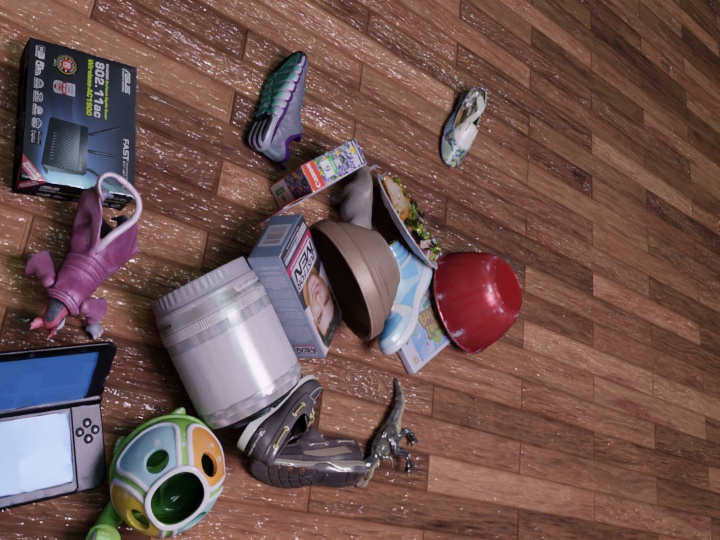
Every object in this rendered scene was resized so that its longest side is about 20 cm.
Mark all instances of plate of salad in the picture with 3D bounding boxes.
[{"bbox_3d":[0.092,-0.094,1.258,0.202,0.047,0.201,54,11,-16],"label":"plate of salad"}]

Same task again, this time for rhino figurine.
[{"bbox_3d":[-0.010,-0.123,1.224,0.059,0.087,0.206,21,63,-33],"label":"rhino figurine"}]

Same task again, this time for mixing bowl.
[{"bbox_3d":[0.239,0.045,1.336,0.198,0.107,0.206,27,53,-41],"label":"mixing bowl"}]

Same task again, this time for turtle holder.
[{"bbox_3d":[-0.258,0.267,0.880,0.181,0.131,0.146,-8,100,-23],"label":"turtle holder"}]

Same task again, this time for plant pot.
[{"bbox_3d":[0.000,0.000,1.115,0.091,0.200,0.205,-28,96,-18],"label":"plant pot"}]

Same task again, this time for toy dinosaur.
[{"bbox_3d":[0.059,0.289,1.197,0.088,0.047,0.203,39,54,-16],"label":"toy dinosaur"}]

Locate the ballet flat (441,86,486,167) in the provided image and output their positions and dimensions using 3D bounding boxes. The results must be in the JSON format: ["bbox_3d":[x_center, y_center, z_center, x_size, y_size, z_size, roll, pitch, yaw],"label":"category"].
[{"bbox_3d":[0.221,-0.309,1.469,0.073,0.074,0.204,32,60,-26],"label":"ballet flat"}]

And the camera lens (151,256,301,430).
[{"bbox_3d":[-0.184,0.104,0.979,0.158,0.158,0.204,-29,96,-39],"label":"camera lens"}]

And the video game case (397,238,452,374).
[{"bbox_3d":[0.116,0.063,1.315,0.198,0.022,0.186,-32,99,-39],"label":"video game case"}]

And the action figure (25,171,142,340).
[{"bbox_3d":[-0.345,0.001,0.893,0.133,0.147,0.204,39,51,-27],"label":"action figure"}]

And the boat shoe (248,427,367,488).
[{"bbox_3d":[-0.082,0.287,1.079,0.196,0.075,0.075,15,44,-30],"label":"boat shoe"}]

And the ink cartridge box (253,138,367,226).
[{"bbox_3d":[-0.091,-0.146,1.152,0.198,0.108,0.051,-34,98,-38],"label":"ink cartridge box"}]

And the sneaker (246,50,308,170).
[{"bbox_3d":[-0.126,-0.274,1.198,0.087,0.073,0.204,40,63,-42],"label":"sneaker"}]

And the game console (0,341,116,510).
[{"bbox_3d":[-0.390,0.187,0.823,0.196,0.118,0.178,-2,79,-38],"label":"game console"}]

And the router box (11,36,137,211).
[{"bbox_3d":[-0.389,-0.197,0.962,0.147,0.061,0.206,7,74,-38],"label":"router box"}]

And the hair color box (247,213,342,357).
[{"bbox_3d":[-0.095,0.027,1.070,0.100,0.059,0.203,-67,146,-45],"label":"hair color box"}]

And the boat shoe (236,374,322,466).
[{"bbox_3d":[-0.104,0.221,1.035,0.060,0.073,0.201,34,29,12],"label":"boat shoe"}]

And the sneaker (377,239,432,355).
[{"bbox_3d":[0.043,0.035,1.206,0.130,0.079,0.203,42,47,-23],"label":"sneaker"}]
